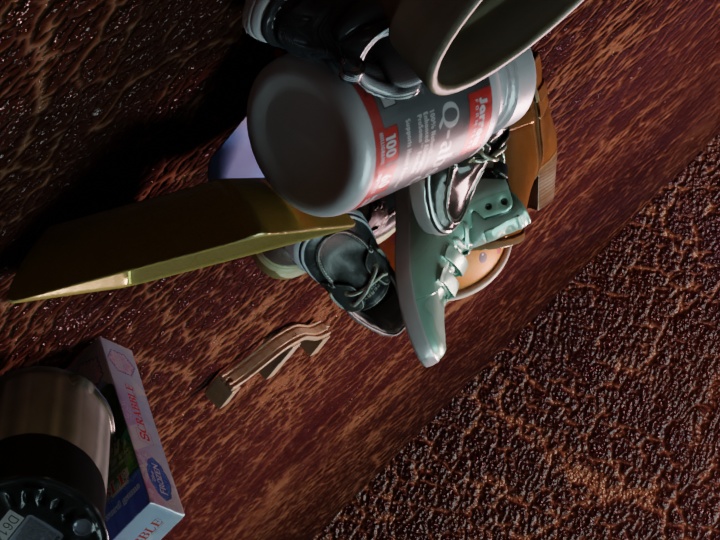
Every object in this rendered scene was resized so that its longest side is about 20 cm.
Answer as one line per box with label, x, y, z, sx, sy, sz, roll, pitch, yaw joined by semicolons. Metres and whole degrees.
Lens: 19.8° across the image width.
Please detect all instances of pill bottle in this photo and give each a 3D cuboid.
pill bottle;0.026;-0.119;1.450;0.200;0.116;0.116;-26;161;-41

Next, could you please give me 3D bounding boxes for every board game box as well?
board game box;-0.246;0.191;1.725;0.041;0.200;0.200;29;113;-38
board game box;-0.045;-0.137;1.520;0.200;0.039;0.158;-49;161;22

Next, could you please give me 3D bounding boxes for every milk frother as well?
milk frother;-0.296;0.150;1.559;0.180;0.200;0.188;-34;-158;8

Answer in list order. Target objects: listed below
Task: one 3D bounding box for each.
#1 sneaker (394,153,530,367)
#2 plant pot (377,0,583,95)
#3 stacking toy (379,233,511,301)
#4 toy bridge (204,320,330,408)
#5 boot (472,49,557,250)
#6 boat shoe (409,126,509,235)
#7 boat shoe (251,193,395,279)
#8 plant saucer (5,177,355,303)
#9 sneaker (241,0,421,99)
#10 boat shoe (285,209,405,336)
sneaker;0.093;-0.016;1.839;0.118;0.201;0.074;-4;167;9
plant pot;0.057;-0.227;1.147;0.200;0.174;0.200;-40;169;-10
stacking toy;0.071;-0.072;2.027;0.146;0.146;0.200;-39;153;-12
toy bridge;-0.092;0.091;2.287;0.200;0.027;0.067;-29;162;-52
boot;0.127;-0.113;1.956;0.200;0.074;0.155;-45;134;-55
boat shoe;0.089;-0.118;1.749;0.071;0.064;0.200;-24;128;-49
boat shoe;-0.010;-0.054;1.872;0.200;0.073;0.065;-34;172;-36
plant saucer;-0.128;-0.027;1.465;0.200;0.049;0.200;-14;179;19
sneaker;0.022;-0.175;1.366;0.200;0.114;0.076;-30;151;-41
boat shoe;0.000;0.000;1.818;0.072;0.071;0.200;-43;151;4
